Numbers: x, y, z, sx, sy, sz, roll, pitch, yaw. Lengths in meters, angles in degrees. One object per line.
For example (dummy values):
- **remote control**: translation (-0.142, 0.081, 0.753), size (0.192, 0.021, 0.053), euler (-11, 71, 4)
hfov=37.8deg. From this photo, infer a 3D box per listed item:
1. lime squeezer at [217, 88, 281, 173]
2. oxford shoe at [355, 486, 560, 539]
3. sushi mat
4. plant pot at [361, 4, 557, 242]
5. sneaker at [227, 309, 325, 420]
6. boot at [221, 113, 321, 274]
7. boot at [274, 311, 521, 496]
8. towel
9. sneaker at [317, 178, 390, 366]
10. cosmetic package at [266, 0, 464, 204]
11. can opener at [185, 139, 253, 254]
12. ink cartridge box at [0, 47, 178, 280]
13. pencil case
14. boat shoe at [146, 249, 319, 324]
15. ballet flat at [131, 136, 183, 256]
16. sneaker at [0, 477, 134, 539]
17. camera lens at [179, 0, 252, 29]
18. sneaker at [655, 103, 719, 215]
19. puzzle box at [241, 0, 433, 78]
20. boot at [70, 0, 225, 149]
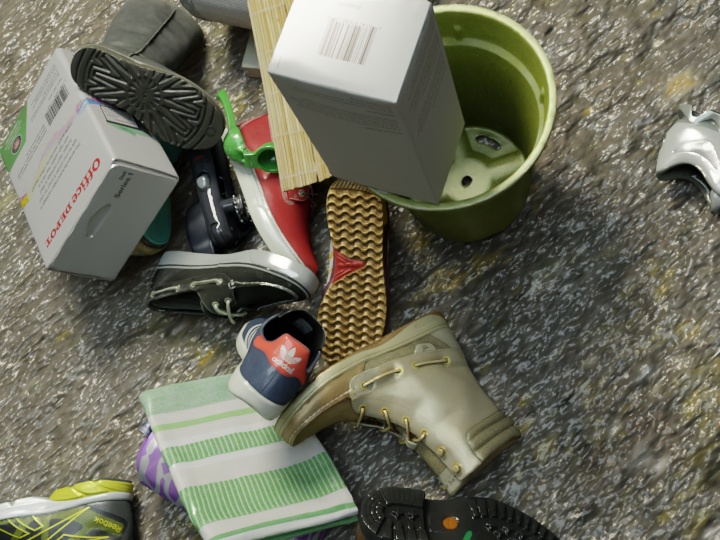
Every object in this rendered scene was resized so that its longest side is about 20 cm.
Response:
- **lime squeezer**: translation (-0.094, -0.127, 1.079), size (0.199, 0.038, 0.070), euler (28, 41, 30)
- **oxford shoe**: translation (0.092, 0.253, 0.954), size (0.198, 0.085, 0.073), euler (13, 39, 1)
- **sushi mat**: translation (-0.058, -0.183, 1.018), size (0.095, 0.012, 0.202), euler (-14, 84, 34)
- **plant pot**: translation (0.093, -0.119, 1.011), size (0.198, 0.184, 0.202), euler (-4, 72, 13)
- **sneaker**: translation (-0.069, 0.069, 0.986), size (0.075, 0.200, 0.085), euler (37, 99, -12)
- **boot**: translation (-0.050, -0.095, 1.100), size (0.143, 0.072, 0.201), euler (-25, 65, 3)
- **boot**: translation (0.036, 0.147, 0.977), size (0.199, 0.073, 0.156), euler (-28, 72, -23)
- **towel**: translation (-0.105, 0.169, 0.978), size (0.151, 0.024, 0.200), euler (-9, 43, -25)
- **sneaker**: translation (0.000, 0.000, 1.057), size (0.074, 0.090, 0.202), euler (7, 100, 8)
- **cosmetic package**: translation (0.012, -0.134, 0.828), size (0.107, 0.200, 0.086), euler (16, 78, 16)
- **can opener**: translation (-0.164, -0.107, 1.132), size (0.078, 0.063, 0.202), euler (-16, 70, 8)
- **ink cartridge box**: translation (-0.287, -0.110, 1.099), size (0.145, 0.084, 0.201), euler (-52, 50, 22)
- **pencil case**: translation (-0.121, 0.208, 1.011), size (0.199, 0.084, 0.086), euler (27, 57, 18)
- **boat shoe**: translation (-0.131, 0.023, 1.060), size (0.198, 0.071, 0.064), euler (0, 57, 34)
- **ballet flat**: translation (-0.236, -0.110, 1.154), size (0.070, 0.071, 0.202), euler (-2, 70, 12)
- **sneaker**: translation (-0.315, 0.267, 1.037), size (0.198, 0.075, 0.085), euler (-19, 69, 6)
- **camera lens**: translation (-0.091, -0.333, 1.110), size (0.198, 0.160, 0.161), euler (15, 76, 17)
- **sneaker**: translation (0.375, -0.081, 0.995), size (0.199, 0.074, 0.089), euler (26, 79, 29)
- **puzzle box**: translation (-0.024, -0.270, 1.173), size (0.198, 0.025, 0.134), euler (9, 74, 16)
- **boot**: translation (-0.206, -0.219, 1.135), size (0.181, 0.200, 0.073), euler (32, 113, -7)
